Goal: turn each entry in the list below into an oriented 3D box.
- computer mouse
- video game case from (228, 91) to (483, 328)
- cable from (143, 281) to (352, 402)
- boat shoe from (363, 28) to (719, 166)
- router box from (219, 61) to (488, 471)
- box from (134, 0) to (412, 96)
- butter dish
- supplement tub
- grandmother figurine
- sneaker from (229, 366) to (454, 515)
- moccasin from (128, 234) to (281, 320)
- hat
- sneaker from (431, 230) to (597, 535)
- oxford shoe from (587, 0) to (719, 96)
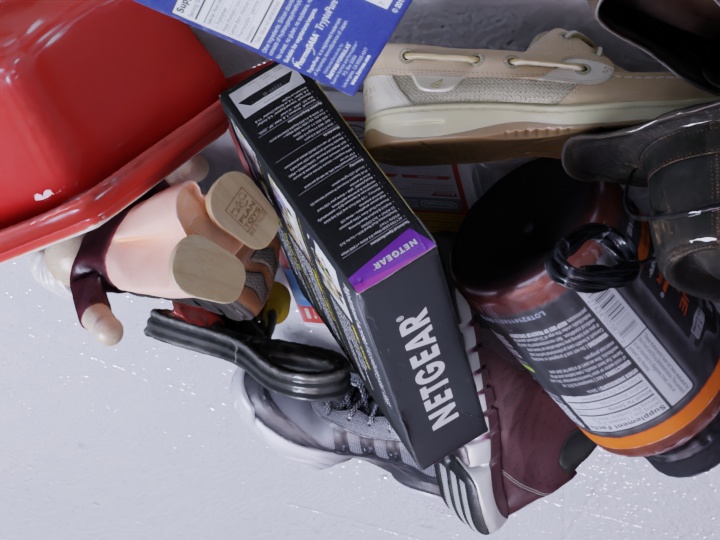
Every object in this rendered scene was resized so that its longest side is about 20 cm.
[{"bbox_3d":[0.166,0.003,0.959,0.199,0.059,0.034,0,130,-39],"label":"computer mouse"},{"bbox_3d":[0.009,-0.030,1.097,0.142,0.018,0.201,4,140,20],"label":"video game case"},{"bbox_3d":[-0.070,0.034,1.090,0.097,0.051,0.200,1,-172,-18],"label":"cable"},{"bbox_3d":[0.100,-0.092,0.929,0.199,0.065,0.072,-3,168,4],"label":"boat shoe"},{"bbox_3d":[0.000,0.000,0.984,0.051,0.149,0.200,-30,148,-7],"label":"router box"},{"bbox_3d":[-0.069,-0.155,0.776,0.199,0.033,0.121,21,144,-12],"label":"box"},{"bbox_3d":[-0.180,-0.098,0.991,0.199,0.200,0.148,-19,106,39],"label":"butter dish"},{"bbox_3d":[0.144,0.033,1.040,0.107,0.107,0.200,-15,132,37],"label":"supplement tub"},{"bbox_3d":[-0.122,-0.015,1.004,0.061,0.121,0.200,50,150,-22],"label":"grandmother figurine"},{"bbox_3d":[0.021,0.088,1.196,0.199,0.076,0.114,23,143,-14],"label":"sneaker"},{"bbox_3d":[-0.128,-0.028,1.116,0.201,0.078,0.074,11,161,45],"label":"moccasin"},{"bbox_3d":[0.194,-0.026,0.894,0.199,0.081,0.201,-3,170,-1],"label":"hat"},{"bbox_3d":[0.094,0.054,1.109,0.076,0.115,0.201,39,144,55],"label":"sneaker"},{"bbox_3d":[0.196,-0.104,0.861,0.199,0.085,0.073,17,139,0],"label":"oxford shoe"}]
